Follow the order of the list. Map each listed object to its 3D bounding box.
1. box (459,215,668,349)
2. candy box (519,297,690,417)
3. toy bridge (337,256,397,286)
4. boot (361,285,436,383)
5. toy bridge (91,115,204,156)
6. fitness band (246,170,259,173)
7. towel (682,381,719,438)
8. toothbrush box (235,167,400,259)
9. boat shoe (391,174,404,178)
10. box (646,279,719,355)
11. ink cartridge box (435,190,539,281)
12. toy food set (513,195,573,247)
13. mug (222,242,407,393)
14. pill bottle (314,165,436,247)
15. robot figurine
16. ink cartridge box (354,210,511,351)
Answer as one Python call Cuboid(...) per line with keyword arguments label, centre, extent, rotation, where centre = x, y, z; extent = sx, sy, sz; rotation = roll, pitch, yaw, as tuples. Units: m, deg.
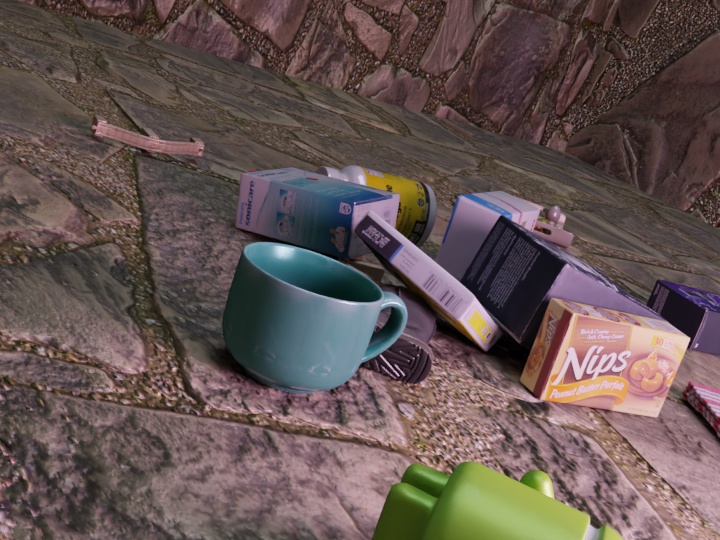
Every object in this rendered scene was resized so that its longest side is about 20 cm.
Cuboid(label="box", centre=(0.272, 0.045, 1.491), extent=(0.198, 0.125, 0.197), rotation=(26, 12, -27))
Cuboid(label="candy box", centre=(0.309, 0.112, 1.378), extent=(0.197, 0.117, 0.055), rotation=(12, 15, -27))
Cuboid(label="toy bridge", centre=(0.000, 0.000, 1.554), extent=(0.066, 0.028, 0.200), rotation=(12, 15, -24))
Cuboid(label="boot", centre=(0.015, 0.052, 1.306), extent=(0.180, 0.073, 0.201), rotation=(32, 20, -8))
Cuboid(label="toy bridge", centre=(-0.359, -0.222, 1.853), extent=(0.197, 0.028, 0.067), rotation=(10, 18, -29))
Cuboid(label="fitness band", centre=(-0.107, -0.127, 1.860), extent=(0.198, 0.038, 0.143), rotation=(8, 16, -39))
Cuboid(label="towel", centre=(0.528, 0.218, 1.466), extent=(0.144, 0.030, 0.200), rotation=(17, 18, -11))
Cuboid(label="toothbrush box", centre=(-0.063, -0.088, 1.607), extent=(0.197, 0.087, 0.146), rotation=(15, 15, 27))
Cuboid(label="boat shoe", centre=(0.039, -0.140, 2.021), extent=(0.062, 0.074, 0.201), rotation=(22, 22, -5))
Cuboid(label="box", centre=(0.624, 0.091, 1.936), extent=(0.197, 0.080, 0.141), rotation=(11, 19, -29))
Cuboid(label="ink cartridge box", centre=(0.198, -0.041, 1.719), extent=(0.084, 0.147, 0.199), rotation=(24, 16, 20))
Cuboid(label="toy food set", centre=(0.392, -0.116, 2.402), extent=(0.141, 0.061, 0.200), rotation=(20, 14, 1))
Cuboid(label="mug", centre=(-0.050, 0.059, 1.111), extent=(0.182, 0.116, 0.152), rotation=(20, 14, 1))
Cuboid(label="pill bottle", centre=(0.016, -0.107, 1.787), extent=(0.197, 0.114, 0.112), rotation=(11, 17, -27))
Cuboid(label="robot figurine", centre=(0.106, 0.211, 0.766), extent=(0.197, 0.117, 0.175), rotation=(23, 13, 13))
Cuboid(label="ink cartridge box", centre=(0.097, 0.025, 1.447), extent=(0.197, 0.047, 0.200), rotation=(40, -5, 29))
